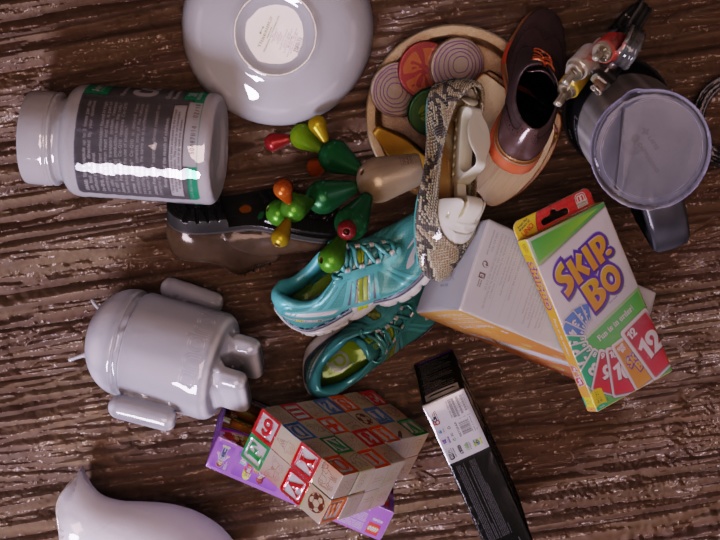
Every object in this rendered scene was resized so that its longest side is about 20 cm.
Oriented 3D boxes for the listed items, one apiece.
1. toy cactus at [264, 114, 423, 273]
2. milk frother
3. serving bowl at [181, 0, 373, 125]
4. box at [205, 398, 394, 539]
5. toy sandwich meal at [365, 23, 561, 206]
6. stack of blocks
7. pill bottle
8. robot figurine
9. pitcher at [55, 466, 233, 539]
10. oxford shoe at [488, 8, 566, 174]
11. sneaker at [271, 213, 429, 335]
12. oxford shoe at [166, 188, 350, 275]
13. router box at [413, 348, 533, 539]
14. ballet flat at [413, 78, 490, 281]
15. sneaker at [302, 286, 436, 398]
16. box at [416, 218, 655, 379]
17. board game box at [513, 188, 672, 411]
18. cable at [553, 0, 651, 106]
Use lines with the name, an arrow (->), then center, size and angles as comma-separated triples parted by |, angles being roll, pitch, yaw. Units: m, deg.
toy cactus -> -0.019, -0.089, 1.595 | 0.163, 0.201, 0.103 | -16, 128, 0
milk frother -> 0.321, -0.140, 1.585 | 0.199, 0.188, 0.181 | -35, 105, 9
serving bowl -> -0.085, -0.243, 1.620 | 0.198, 0.066, 0.202 | 0, 104, -2
box -> -0.060, 0.203, 1.686 | 0.199, 0.137, 0.039 | 24, 106, -7
toy sandwich meal -> 0.102, -0.152, 1.641 | 0.203, 0.070, 0.207 | 0, 103, -1
stack of blocks -> -0.013, 0.186, 1.630 | 0.115, 0.199, 0.059 | 36, 111, 27
pill bottle -> -0.239, -0.129, 1.616 | 0.198, 0.113, 0.114 | 4, 103, 4
robot figurine -> -0.201, 0.085, 1.660 | 0.198, 0.171, 0.113 | 13, 147, 11
pitcher -> -0.240, 0.323, 1.734 | 0.198, 0.121, 0.173 | 22, 123, 5
oxford shoe -> 0.178, -0.191, 1.579 | 0.071, 0.201, 0.073 | 17, 147, -8
sneaker -> 0.000, 0.000, 1.628 | 0.199, 0.078, 0.080 | -32, 142, 12
oxford shoe -> -0.105, -0.037, 1.676 | 0.198, 0.073, 0.085 | 4, 129, -6
router box -> 0.120, 0.198, 1.682 | 0.051, 0.149, 0.201 | -23, 102, 4
ballet flat -> 0.093, -0.092, 1.560 | 0.067, 0.075, 0.202 | 11, 80, -38
sneaker -> 0.022, 0.068, 1.686 | 0.200, 0.080, 0.078 | -42, 101, 7
box -> 0.178, 0.033, 1.630 | 0.199, 0.124, 0.098 | 22, 80, -15
board game box -> 0.227, 0.027, 1.568 | 0.095, 0.030, 0.201 | -25, 93, -19
cable -> 0.248, -0.232, 1.558 | 0.050, 0.200, 0.097 | 38, 133, -6
